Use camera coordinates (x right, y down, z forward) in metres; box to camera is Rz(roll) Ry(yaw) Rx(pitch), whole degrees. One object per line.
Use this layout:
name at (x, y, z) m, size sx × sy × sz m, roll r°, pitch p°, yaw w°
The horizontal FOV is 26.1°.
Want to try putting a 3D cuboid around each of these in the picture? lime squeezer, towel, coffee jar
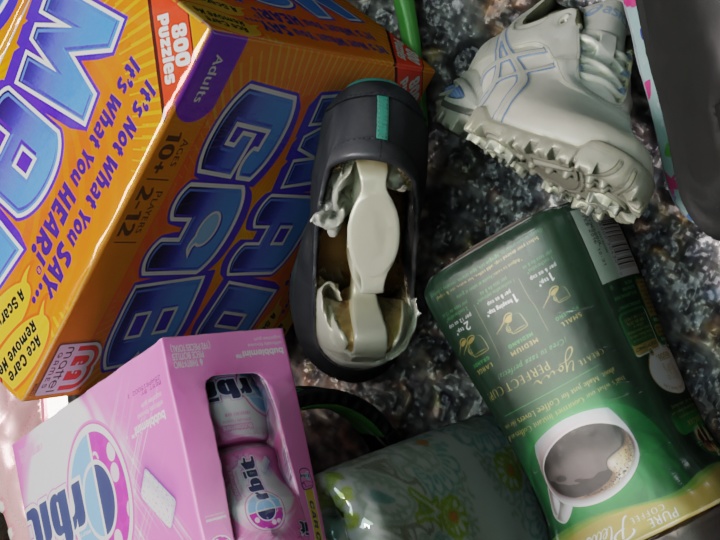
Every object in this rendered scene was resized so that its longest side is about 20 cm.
lime squeezer at (-0.002, -0.176, 0.846) m, size 0.070 × 0.038 × 0.201 m, roll -37°, pitch 77°, yaw 22°
towel at (0.061, 0.176, 0.758) m, size 0.048 × 0.171 × 0.201 m, roll -27°, pitch 81°, yaw 27°
coffee jar at (0.119, 0.072, 0.772) m, size 0.104 × 0.085 × 0.201 m, roll -30°, pitch 79°, yaw 27°

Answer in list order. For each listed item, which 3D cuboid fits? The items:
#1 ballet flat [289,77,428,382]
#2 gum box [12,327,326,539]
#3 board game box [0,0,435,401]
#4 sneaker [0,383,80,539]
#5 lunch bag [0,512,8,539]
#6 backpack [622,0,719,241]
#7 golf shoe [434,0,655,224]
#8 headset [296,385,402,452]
ballet flat at (0.000, 0.000, 0.787) m, size 0.073 × 0.073 × 0.201 m, roll 26°, pitch 134°, yaw 22°
gum box at (-0.093, 0.110, 0.744) m, size 0.200 × 0.066 × 0.115 m, roll -33°, pitch 67°, yaw 52°
board game box at (-0.126, -0.080, 0.806) m, size 0.200 × 0.199 × 0.201 m, roll 39°, pitch 110°, yaw 25°
sneaker at (-0.204, 0.106, 0.935) m, size 0.104 × 0.075 × 0.202 m, roll -5°, pitch 83°, yaw 21°
lunch bag at (-0.333, 0.157, 0.981) m, size 0.199 × 0.117 × 0.165 m, roll 32°, pitch 106°, yaw 27°
backpack at (0.218, -0.107, 0.672) m, size 0.198 × 0.151 × 0.179 m, roll -13°, pitch 86°, yaw -14°
golf shoe at (0.095, -0.087, 0.731) m, size 0.078 × 0.200 × 0.098 m, roll 31°, pitch 97°, yaw -21°
headset at (-0.001, 0.156, 0.818) m, size 0.094 × 0.123 × 0.201 m, roll 3°, pitch 127°, yaw 55°
